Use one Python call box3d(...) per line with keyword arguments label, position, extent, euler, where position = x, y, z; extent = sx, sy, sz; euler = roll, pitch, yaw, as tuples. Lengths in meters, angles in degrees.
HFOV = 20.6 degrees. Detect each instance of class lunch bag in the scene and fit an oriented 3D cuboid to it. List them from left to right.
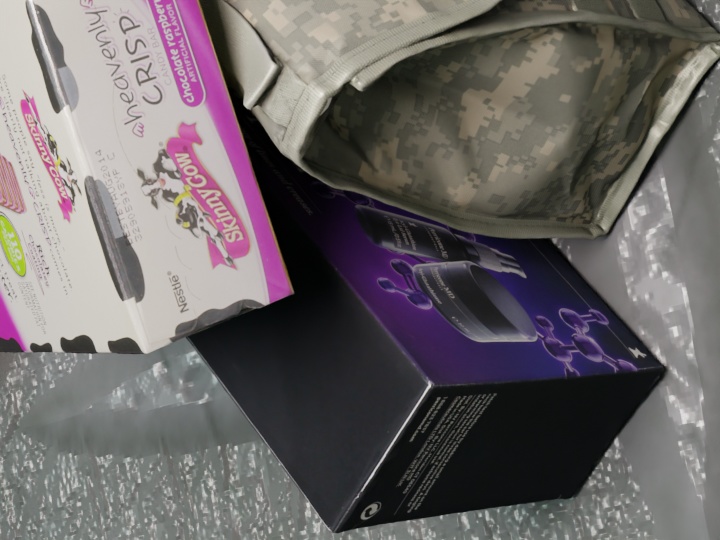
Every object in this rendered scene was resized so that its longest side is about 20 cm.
box3d(label="lunch bag", position=(0.007, -0.102, 0.733), extent=(0.164, 0.199, 0.118), euler=(48, 121, 33))

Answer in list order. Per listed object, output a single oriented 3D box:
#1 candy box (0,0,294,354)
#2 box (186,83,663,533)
box3d(label="candy box", position=(-0.111, -0.043, 0.713), extent=(0.200, 0.061, 0.137), euler=(-2, 107, 62))
box3d(label="box", position=(0.000, 0.000, 0.780), extent=(0.200, 0.141, 0.079), euler=(50, 120, 31))
